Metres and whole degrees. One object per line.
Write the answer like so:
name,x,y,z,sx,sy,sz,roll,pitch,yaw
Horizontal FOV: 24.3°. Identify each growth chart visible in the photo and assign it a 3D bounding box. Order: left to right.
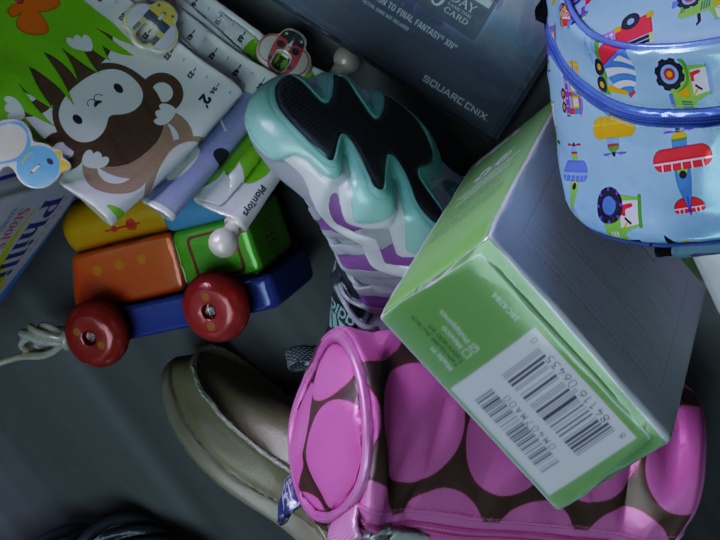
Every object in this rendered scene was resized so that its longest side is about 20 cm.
growth chart,-0.113,-0.091,0.753,0.199,0.146,0.018,30,155,-7

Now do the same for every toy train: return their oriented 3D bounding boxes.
toy train,-0.132,-0.018,0.844,0.198,0.085,0.117,-12,102,25

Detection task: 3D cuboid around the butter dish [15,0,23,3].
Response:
butter dish,-0.079,-0.229,0.667,0.146,0.201,0.201,2,123,-12

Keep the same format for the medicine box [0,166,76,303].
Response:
medicine box,-0.255,-0.058,0.818,0.200,0.103,0.182,50,124,12

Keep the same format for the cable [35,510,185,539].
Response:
cable,-0.165,0.231,0.959,0.198,0.051,0.165,-19,83,14

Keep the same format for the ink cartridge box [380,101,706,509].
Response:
ink cartridge box,0.088,-0.004,0.695,0.059,0.200,0.104,-37,100,31

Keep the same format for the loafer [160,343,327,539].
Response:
loafer,-0.018,0.100,0.858,0.200,0.076,0.068,40,111,13

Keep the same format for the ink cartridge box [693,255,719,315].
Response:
ink cartridge box,0.213,0.035,0.723,0.067,0.115,0.201,-19,110,25

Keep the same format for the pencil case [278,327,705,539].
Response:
pencil case,0.065,0.084,0.753,0.198,0.094,0.091,7,140,-27

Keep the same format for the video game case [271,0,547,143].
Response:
video game case,0.049,-0.171,0.728,0.142,0.019,0.201,32,124,1

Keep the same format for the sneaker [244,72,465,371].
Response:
sneaker,0.000,0.000,0.769,0.199,0.078,0.140,29,129,-29

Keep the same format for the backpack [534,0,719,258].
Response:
backpack,0.147,-0.097,0.612,0.181,0.201,0.136,-7,120,16
